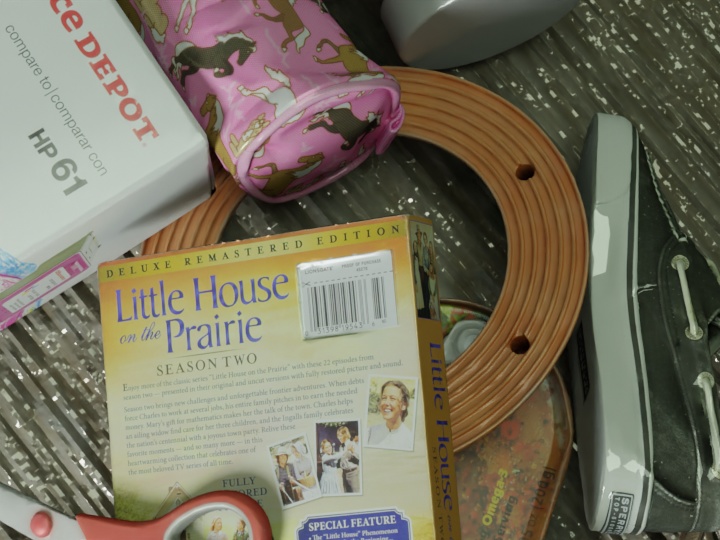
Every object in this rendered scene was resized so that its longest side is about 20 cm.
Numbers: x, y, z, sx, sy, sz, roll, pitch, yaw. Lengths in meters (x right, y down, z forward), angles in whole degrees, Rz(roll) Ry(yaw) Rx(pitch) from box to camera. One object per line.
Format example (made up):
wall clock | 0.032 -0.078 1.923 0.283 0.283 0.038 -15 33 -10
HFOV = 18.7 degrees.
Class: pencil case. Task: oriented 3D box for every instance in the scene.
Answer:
pencil case | -0.060 -0.122 0.950 0.086 0.083 0.200 -34 65 6

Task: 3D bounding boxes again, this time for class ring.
ring | 0.000 0.000 0.937 0.200 0.019 0.201 -6 62 11

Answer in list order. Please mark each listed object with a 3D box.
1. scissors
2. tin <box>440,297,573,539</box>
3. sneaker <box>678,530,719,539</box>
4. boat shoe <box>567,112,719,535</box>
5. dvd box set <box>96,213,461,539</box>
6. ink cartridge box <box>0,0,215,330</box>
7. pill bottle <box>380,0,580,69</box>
scissors | -0.120 0.114 0.884 0.199 0.014 0.073 8 91 24
tin | 0.019 0.109 0.929 0.112 0.042 0.201 22 70 -4
sneaker | 0.189 0.071 0.954 0.070 0.076 0.201 26 92 -10
boat shoe | 0.125 0.022 0.943 0.063 0.071 0.201 3 61 -5
dvd box set | -0.032 0.086 0.870 0.146 0.029 0.201 -9 81 25
ink cartridge box | -0.180 -0.049 0.920 0.200 0.085 0.145 -33 79 -11
pill bottle | 0.025 -0.201 0.987 0.115 0.116 0.201 -18 75 -13
